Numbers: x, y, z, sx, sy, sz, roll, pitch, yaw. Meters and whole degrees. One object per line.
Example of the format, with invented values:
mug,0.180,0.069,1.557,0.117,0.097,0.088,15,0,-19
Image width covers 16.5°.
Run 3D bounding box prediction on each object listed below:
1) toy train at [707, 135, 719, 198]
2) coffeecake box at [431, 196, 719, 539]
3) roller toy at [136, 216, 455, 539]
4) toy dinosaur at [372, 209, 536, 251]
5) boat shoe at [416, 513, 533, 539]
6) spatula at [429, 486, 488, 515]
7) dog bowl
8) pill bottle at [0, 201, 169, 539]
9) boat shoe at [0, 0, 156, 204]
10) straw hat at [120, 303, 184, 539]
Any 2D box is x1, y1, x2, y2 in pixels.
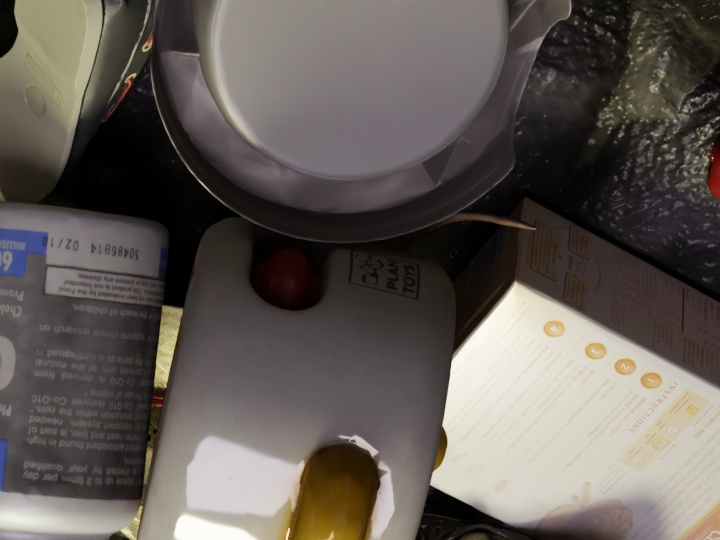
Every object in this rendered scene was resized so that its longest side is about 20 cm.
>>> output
toy train,0.211,-0.019,1.211,0.084,0.116,0.200,9,130,2
coffeecake box,0.129,0.074,1.329,0.200,0.073,0.154,28,129,-14
roller toy,-0.026,0.072,1.206,0.139,0.183,0.200,12,164,-4
toy dinosaur,0.000,0.000,1.310,0.106,0.061,0.200,14,142,-19
boat shoe,0.060,0.165,1.353,0.200,0.073,0.065,9,158,23
spatula,0.082,0.136,1.414,0.200,0.021,0.057,12,164,-7
dog bowl,-0.004,-0.116,1.161,0.200,0.059,0.200,-5,115,-11
pill bottle,-0.161,0.070,1.240,0.114,0.114,0.200,6,87,4
boat shoe,-0.144,-0.098,1.229,0.074,0.063,0.201,52,144,15
straw hat,-0.099,0.105,1.350,0.201,0.085,0.201,11,148,7
